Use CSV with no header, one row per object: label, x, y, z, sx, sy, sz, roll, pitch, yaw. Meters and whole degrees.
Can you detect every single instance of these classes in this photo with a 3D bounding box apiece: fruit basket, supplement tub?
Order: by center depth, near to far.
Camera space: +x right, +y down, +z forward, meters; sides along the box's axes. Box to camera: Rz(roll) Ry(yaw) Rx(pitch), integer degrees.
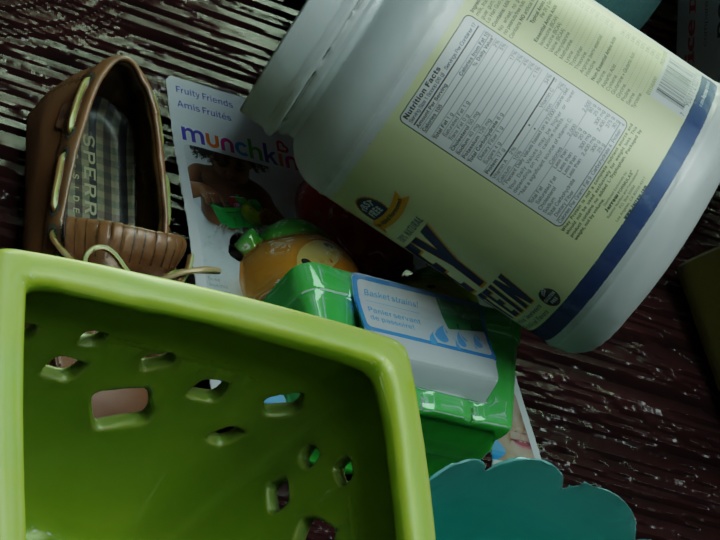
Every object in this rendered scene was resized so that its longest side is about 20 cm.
supplement tub,0.059,-0.071,1.273,0.199,0.145,0.145,33,47,-3
fruit basket,0.000,0.000,1.321,0.184,0.094,0.201,15,52,-31

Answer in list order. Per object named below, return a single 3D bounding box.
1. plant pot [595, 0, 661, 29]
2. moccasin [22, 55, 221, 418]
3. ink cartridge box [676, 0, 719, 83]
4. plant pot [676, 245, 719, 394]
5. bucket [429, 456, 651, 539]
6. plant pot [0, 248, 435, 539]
plant pot,0.055,-0.147,1.407,0.199,0.200,0.136,28,78,-22
moccasin,-0.110,-0.004,1.245,0.073,0.078,0.203,19,53,-28
ink cartridge box,0.251,-0.140,1.499,0.083,0.200,0.146,3,88,-22
plant pot,0.317,0.065,1.469,0.194,0.194,0.201,2,72,-38
bucket,0.052,0.198,1.207,0.206,0.135,0.208,19,54,-29
plant pot,-0.099,0.131,1.097,0.199,0.181,0.200,15,56,-31
